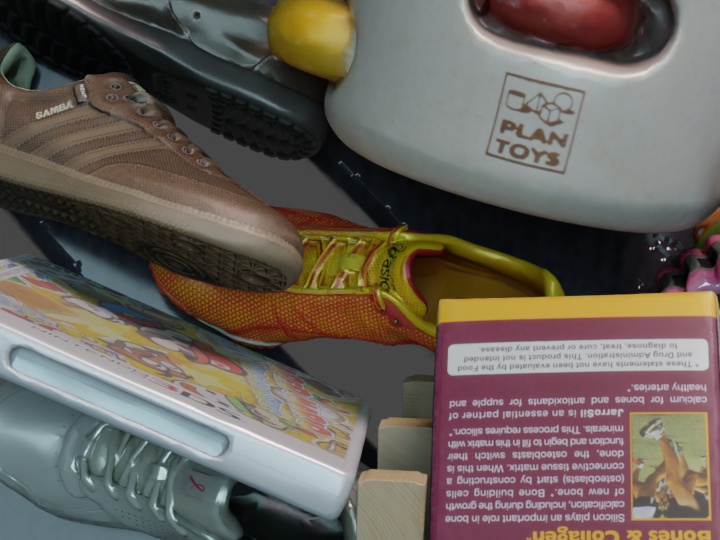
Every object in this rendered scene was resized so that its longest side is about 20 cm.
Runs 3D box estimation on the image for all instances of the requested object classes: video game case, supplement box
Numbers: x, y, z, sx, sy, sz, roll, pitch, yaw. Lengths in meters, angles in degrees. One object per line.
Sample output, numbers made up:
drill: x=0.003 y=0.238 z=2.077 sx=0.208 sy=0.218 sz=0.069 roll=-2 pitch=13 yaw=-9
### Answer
video game case: x=-0.084 y=0.041 z=0.743 sx=0.181 sy=0.200 sz=0.023 roll=24 pitch=94 yaw=1
supplement box: x=0.084 y=0.115 z=0.669 sx=0.110 sy=0.086 sz=0.201 roll=-2 pitch=62 yaw=10

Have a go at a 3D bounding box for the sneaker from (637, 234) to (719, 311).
sneaker: x=0.135 y=0.065 z=0.784 sx=0.095 sy=0.079 sz=0.200 roll=44 pitch=113 yaw=3

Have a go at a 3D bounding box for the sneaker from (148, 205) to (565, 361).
sneaker: x=0.000 y=0.000 z=0.807 sx=0.199 sy=0.077 sz=0.073 roll=8 pitch=67 yaw=10

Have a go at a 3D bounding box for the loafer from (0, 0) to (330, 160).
loafer: x=-0.097 y=-0.122 z=0.839 sx=0.199 sy=0.073 sz=0.071 roll=27 pitch=70 yaw=-4

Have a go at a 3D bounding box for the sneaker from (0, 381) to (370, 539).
sneaker: x=-0.077 y=0.087 z=0.785 sx=0.199 sy=0.099 sz=0.078 roll=14 pitch=84 yaw=-1

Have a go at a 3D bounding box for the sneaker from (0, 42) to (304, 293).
sneaker: x=-0.105 y=-0.053 z=0.796 sx=0.199 sy=0.070 sz=0.076 roll=19 pitch=74 yaw=23

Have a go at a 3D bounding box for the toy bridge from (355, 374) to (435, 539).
toy bridge: x=0.021 y=0.096 z=0.744 sx=0.027 sy=0.200 sz=0.068 roll=2 pitch=99 yaw=7

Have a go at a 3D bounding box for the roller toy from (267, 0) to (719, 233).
roller toy: x=0.079 y=-0.094 z=0.771 sx=0.199 sy=0.182 sz=0.140 roll=1 pitch=108 yaw=-41

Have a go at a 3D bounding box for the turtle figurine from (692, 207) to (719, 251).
turtle figurine: x=0.200 y=0.028 z=0.828 sx=0.200 sy=0.064 sz=0.161 roll=-43 pitch=70 yaw=2
